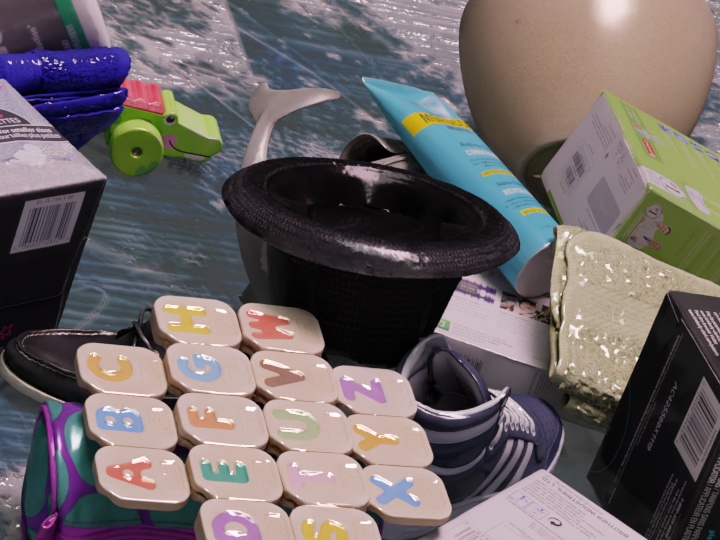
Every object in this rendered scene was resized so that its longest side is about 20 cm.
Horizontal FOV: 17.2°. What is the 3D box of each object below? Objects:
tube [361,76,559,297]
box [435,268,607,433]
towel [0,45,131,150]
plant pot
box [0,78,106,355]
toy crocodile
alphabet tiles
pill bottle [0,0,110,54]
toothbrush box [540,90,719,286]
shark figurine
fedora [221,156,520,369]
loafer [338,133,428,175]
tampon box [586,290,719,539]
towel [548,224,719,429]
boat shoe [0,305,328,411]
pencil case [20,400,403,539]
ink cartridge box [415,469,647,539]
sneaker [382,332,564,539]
[{"bbox_3d":[0.076,-0.065,1.651,0.077,0.050,0.200,14,31,-49],"label":"tube"},{"bbox_3d":[0.112,0.027,1.630,0.143,0.037,0.200,19,30,-1],"label":"box"},{"bbox_3d":[-0.255,-0.087,1.508,0.199,0.148,0.050,-8,70,-41],"label":"towel"},{"bbox_3d":[0.169,-0.123,1.794,0.199,0.201,0.135,14,55,-10],"label":"plant pot"},{"bbox_3d":[-0.268,-0.023,1.372,0.199,0.133,0.115,-13,45,-46],"label":"box"},{"bbox_3d":[-0.191,-0.115,1.659,0.199,0.062,0.068,12,29,-14],"label":"toy crocodile"},{"bbox_3d":[-0.051,0.084,1.267,0.194,0.015,0.201,6,38,-20],"label":"alphabet tiles"},{"bbox_3d":[-0.272,-0.159,1.553,0.199,0.114,0.113,-20,36,-2],"label":"pill bottle"},{"bbox_3d":[0.240,-0.021,1.688,0.199,0.086,0.146,25,25,-23],"label":"toothbrush box"},{"bbox_3d":[-0.055,-0.012,1.521,0.128,0.089,0.216,-21,88,-32],"label":"shark figurine"},{"bbox_3d":[0.000,0.000,1.423,0.199,0.092,0.201,11,16,-3],"label":"fedora"},{"bbox_3d":[0.020,-0.068,1.686,0.070,0.070,0.200,61,34,-3],"label":"loafer"},{"bbox_3d":[0.266,0.118,1.442,0.199,0.151,0.127,9,30,-19],"label":"tampon box"},{"bbox_3d":[0.206,0.056,1.559,0.199,0.036,0.149,23,47,-21],"label":"towel"},{"bbox_3d":[-0.111,0.053,1.408,0.198,0.066,0.075,14,29,-10],"label":"boat shoe"},{"bbox_3d":[-0.083,0.124,1.284,0.199,0.085,0.093,8,40,-19],"label":"pencil case"},{"bbox_3d":[0.084,0.196,1.270,0.136,0.077,0.200,33,30,25],"label":"ink cartridge box"},{"bbox_3d":[0.072,0.086,1.421,0.070,0.109,0.199,35,32,26],"label":"sneaker"}]
